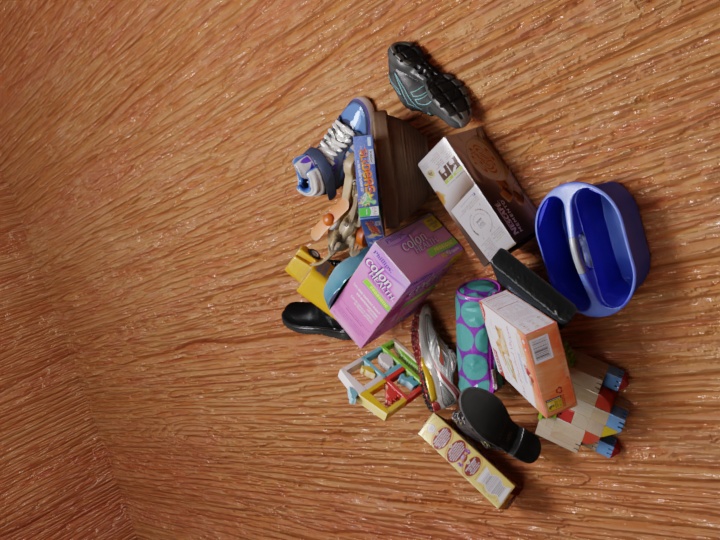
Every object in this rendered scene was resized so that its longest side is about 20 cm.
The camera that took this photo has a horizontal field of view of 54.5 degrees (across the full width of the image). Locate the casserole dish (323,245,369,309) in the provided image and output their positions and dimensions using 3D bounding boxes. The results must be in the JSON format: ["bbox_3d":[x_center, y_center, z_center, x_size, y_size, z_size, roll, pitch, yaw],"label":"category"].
[{"bbox_3d":[0.000,0.000,1.317,0.039,0.199,0.122,45,139,14],"label":"casserole dish"}]

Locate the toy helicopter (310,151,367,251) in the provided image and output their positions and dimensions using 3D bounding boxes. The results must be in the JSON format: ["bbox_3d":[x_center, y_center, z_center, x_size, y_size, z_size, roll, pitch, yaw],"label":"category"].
[{"bbox_3d":[-0.030,-0.129,1.343,0.078,0.131,0.204,30,126,32],"label":"toy helicopter"}]

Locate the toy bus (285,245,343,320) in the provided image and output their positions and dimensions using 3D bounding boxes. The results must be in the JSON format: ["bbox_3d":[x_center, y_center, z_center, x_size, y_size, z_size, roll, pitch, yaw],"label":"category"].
[{"bbox_3d":[-0.059,0.040,1.388,0.198,0.079,0.065,36,117,-7],"label":"toy bus"}]

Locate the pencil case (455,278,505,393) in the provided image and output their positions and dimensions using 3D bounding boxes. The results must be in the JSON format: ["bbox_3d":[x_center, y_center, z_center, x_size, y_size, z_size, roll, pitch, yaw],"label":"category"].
[{"bbox_3d":[0.213,0.121,1.241,0.092,0.084,0.205,23,124,55],"label":"pencil case"}]

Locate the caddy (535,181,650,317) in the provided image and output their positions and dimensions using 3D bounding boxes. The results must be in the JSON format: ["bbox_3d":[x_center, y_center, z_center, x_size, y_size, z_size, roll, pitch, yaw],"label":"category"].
[{"bbox_3d":[0.339,-0.035,1.032,0.140,0.104,0.204,-12,98,46],"label":"caddy"}]

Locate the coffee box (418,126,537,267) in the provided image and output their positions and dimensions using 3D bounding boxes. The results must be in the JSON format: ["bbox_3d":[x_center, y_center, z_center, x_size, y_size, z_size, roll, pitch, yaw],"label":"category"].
[{"bbox_3d":[0.198,-0.122,1.132,0.080,0.113,0.202,-41,76,45],"label":"coffee box"}]

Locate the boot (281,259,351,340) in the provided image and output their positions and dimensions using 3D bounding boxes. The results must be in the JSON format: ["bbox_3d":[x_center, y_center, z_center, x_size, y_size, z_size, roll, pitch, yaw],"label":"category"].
[{"bbox_3d":[-0.089,0.053,1.512,0.207,0.079,0.161,6,118,27],"label":"boot"}]

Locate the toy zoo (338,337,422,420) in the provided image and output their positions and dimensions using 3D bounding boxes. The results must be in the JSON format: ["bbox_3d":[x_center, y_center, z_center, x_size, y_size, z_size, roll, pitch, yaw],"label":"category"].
[{"bbox_3d":[0.047,0.214,1.362,0.131,0.198,0.021,39,131,25],"label":"toy zoo"}]

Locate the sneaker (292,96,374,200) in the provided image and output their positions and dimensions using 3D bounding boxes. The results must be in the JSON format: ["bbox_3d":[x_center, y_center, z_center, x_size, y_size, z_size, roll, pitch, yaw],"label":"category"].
[{"bbox_3d":[-0.057,-0.225,1.320,0.081,0.145,0.202,43,133,22],"label":"sneaker"}]

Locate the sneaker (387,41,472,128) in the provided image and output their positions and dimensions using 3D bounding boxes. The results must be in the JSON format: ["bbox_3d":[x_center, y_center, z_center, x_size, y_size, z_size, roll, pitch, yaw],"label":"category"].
[{"bbox_3d":[0.115,-0.302,1.184,0.201,0.074,0.080,52,149,24],"label":"sneaker"}]

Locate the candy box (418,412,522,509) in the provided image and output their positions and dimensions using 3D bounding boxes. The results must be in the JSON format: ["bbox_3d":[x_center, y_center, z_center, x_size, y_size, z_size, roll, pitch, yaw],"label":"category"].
[{"bbox_3d":[0.208,0.360,1.321,0.199,0.117,0.057,38,88,26],"label":"candy box"}]

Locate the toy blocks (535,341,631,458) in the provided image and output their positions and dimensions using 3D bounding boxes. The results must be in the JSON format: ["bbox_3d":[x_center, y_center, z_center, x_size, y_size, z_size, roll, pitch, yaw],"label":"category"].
[{"bbox_3d":[0.371,0.223,1.133,0.135,0.100,0.204,21,122,24],"label":"toy blocks"}]

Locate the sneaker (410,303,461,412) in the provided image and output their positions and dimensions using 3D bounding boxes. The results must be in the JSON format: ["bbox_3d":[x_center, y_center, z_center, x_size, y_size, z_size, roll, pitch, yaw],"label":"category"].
[{"bbox_3d":[0.146,0.163,1.343,0.078,0.080,0.205,125,133,-79],"label":"sneaker"}]

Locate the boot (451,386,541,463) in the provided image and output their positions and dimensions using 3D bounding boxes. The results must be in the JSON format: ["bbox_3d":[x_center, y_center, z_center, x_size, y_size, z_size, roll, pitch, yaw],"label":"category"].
[{"bbox_3d":[0.211,0.273,1.243,0.200,0.070,0.173,43,163,-15],"label":"boot"}]

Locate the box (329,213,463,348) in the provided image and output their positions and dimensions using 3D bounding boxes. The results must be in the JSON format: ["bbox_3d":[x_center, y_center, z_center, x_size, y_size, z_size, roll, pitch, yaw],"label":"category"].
[{"bbox_3d":[0.065,0.019,1.277,0.097,0.175,0.201,47,133,15],"label":"box"}]

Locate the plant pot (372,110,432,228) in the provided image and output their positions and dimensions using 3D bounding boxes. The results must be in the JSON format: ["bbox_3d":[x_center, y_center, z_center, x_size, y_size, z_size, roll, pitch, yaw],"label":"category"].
[{"bbox_3d":[0.076,-0.180,1.216,0.090,0.201,0.206,-7,106,4],"label":"plant pot"}]

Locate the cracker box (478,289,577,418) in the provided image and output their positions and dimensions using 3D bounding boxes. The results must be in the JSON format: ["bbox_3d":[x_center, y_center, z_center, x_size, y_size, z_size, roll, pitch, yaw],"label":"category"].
[{"bbox_3d":[0.256,0.123,1.090,0.200,0.057,0.137,-127,18,-75],"label":"cracker box"}]

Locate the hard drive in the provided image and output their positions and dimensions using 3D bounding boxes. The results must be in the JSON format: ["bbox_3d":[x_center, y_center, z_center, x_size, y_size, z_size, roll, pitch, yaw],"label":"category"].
[{"bbox_3d":[0.264,0.034,1.074,0.139,0.200,0.033,41,94,15],"label":"hard drive"}]

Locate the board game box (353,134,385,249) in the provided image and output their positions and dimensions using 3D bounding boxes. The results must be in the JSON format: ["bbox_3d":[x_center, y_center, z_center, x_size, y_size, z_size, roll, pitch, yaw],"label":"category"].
[{"bbox_3d":[0.017,-0.127,1.188,0.034,0.200,0.139,-6,79,4],"label":"board game box"}]

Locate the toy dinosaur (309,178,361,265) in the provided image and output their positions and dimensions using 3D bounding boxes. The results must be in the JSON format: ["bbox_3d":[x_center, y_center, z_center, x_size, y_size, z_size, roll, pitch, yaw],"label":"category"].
[{"bbox_3d":[-0.031,-0.061,1.275,0.057,0.102,0.202,22,116,-14],"label":"toy dinosaur"}]
